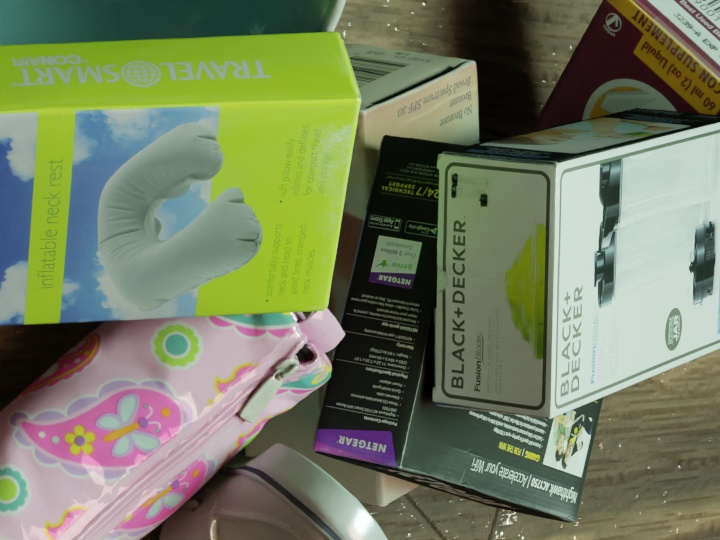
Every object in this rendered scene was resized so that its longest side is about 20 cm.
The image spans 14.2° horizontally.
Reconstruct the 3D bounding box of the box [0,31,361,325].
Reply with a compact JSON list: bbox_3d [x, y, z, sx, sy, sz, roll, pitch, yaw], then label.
[{"bbox_3d":[-0.107,-0.036,1.176,0.200,0.048,0.122,-3,134,-13],"label":"box"}]

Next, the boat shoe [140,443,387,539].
[{"bbox_3d":[-0.057,0.121,1.293,0.070,0.200,0.071,-46,112,-19],"label":"boat shoe"}]

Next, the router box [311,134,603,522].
[{"bbox_3d":[0.059,0.032,1.366,0.200,0.051,0.149,24,77,-60],"label":"router box"}]

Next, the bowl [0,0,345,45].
[{"bbox_3d":[-0.109,-0.149,1.170,0.201,0.201,0.105,54,16,-44],"label":"bowl"}]

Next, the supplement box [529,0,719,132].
[{"bbox_3d":[0.152,-0.056,1.487,0.086,0.110,0.200,-29,156,-42],"label":"supplement box"}]

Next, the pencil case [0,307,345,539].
[{"bbox_3d":[-0.103,0.072,1.259,0.200,0.087,0.087,-40,132,-13],"label":"pencil case"}]

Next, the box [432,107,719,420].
[{"bbox_3d":[0.108,-0.007,1.326,0.200,0.060,0.117,-14,108,-57],"label":"box"}]

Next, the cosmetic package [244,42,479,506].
[{"bbox_3d":[0.000,0.000,1.402,0.103,0.087,0.200,-30,123,-49],"label":"cosmetic package"}]
